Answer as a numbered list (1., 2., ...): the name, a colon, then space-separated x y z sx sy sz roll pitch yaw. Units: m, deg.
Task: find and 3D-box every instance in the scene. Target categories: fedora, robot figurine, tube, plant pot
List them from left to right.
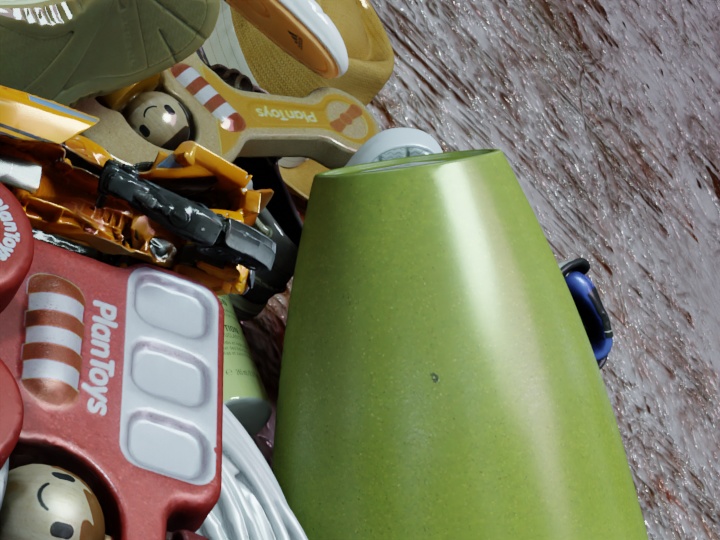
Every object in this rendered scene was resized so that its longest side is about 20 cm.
1. robot figurine: -0.130 -0.035 0.974 0.199 0.145 0.059 19 74 -25
2. tube: -0.100 -0.006 1.173 0.058 0.052 0.201 82 -13 -60
3. fedora: -0.036 -0.137 1.414 0.201 0.081 0.201 46 27 -31
4. plant pot: 0.034 0.047 1.132 0.187 0.186 0.202 -22 105 -68

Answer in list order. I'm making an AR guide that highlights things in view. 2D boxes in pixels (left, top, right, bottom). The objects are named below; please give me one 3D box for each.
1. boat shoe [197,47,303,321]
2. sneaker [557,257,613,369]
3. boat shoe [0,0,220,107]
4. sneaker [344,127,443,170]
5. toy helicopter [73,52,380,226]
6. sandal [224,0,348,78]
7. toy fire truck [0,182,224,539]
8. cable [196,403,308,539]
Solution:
1. boat shoe: -0.074 -0.073 1.270 0.074 0.073 0.201 15 50 -60
2. sneaker: 0.086 0.038 1.366 0.199 0.114 0.081 -96 173 -83
3. boat shoe: -0.160 -0.103 1.058 0.066 0.200 0.072 31 -44 48
4. sneaker: 0.000 0.000 1.245 0.072 0.201 0.071 4 38 -15
5. toy helicopter: -0.065 -0.067 1.172 0.199 0.079 0.133 1 49 -41
6. sandal: -0.097 -0.158 1.218 0.206 0.059 0.079 41 -15 11
7. toy fire truck: -0.125 0.062 0.873 0.167 0.112 0.201 17 42 -21
8. cable: -0.092 0.122 1.008 0.200 0.069 0.201 13 51 -60
